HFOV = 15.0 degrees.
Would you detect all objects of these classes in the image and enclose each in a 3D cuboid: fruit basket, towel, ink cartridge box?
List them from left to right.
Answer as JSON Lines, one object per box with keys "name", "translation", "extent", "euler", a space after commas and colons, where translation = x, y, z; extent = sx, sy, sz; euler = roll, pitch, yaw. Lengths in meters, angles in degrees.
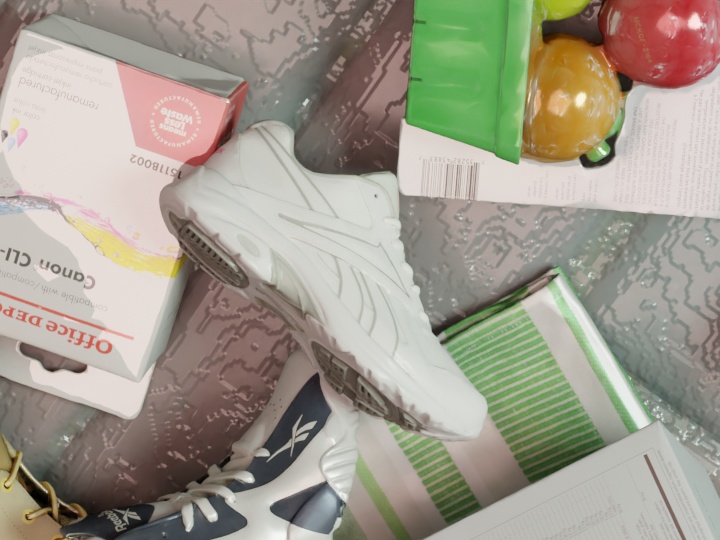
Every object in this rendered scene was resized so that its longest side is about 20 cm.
{"name": "ink cartridge box", "translation": [-0.145, -0.020, 1.429], "extent": [0.116, 0.068, 0.200], "euler": [19, 105, 2]}
{"name": "towel", "translation": [0.059, 0.108, 1.460], "extent": [0.200, 0.023, 0.153], "euler": [-31, 99, 12]}
{"name": "fruit basket", "translation": [0.122, -0.122, 1.373], "extent": [0.199, 0.094, 0.186], "euler": [2, 104, -3]}

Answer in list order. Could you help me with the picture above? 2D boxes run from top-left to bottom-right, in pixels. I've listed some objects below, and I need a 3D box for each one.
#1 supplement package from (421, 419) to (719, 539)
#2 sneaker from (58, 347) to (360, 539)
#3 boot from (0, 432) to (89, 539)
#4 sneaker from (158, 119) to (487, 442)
{"name": "supplement package", "translation": [0.097, 0.179, 1.382], "extent": [0.200, 0.110, 0.114], "euler": [-27, 65, 10]}
{"name": "sneaker", "translation": [-0.084, 0.122, 1.396], "extent": [0.129, 0.079, 0.200], "euler": [18, 90, -19]}
{"name": "boot", "translation": [-0.160, 0.133, 1.457], "extent": [0.155, 0.073, 0.200], "euler": [8, 115, 5]}
{"name": "sneaker", "translation": [0.000, 0.000, 1.367], "extent": [0.200, 0.078, 0.099], "euler": [44, 73, -5]}
